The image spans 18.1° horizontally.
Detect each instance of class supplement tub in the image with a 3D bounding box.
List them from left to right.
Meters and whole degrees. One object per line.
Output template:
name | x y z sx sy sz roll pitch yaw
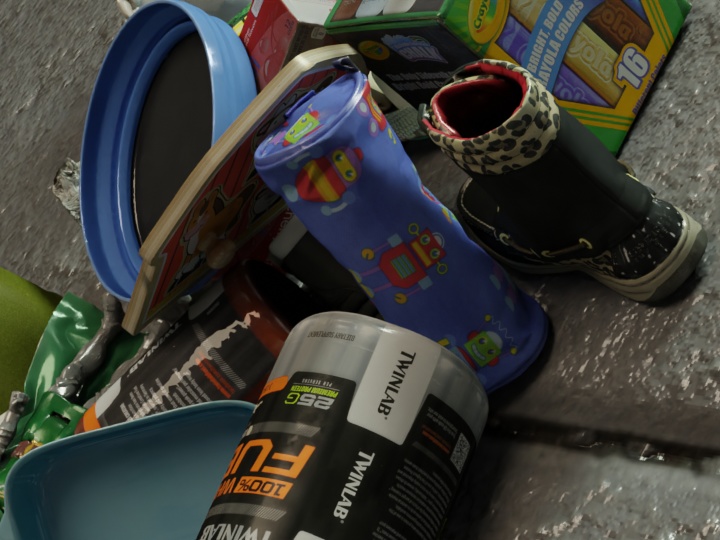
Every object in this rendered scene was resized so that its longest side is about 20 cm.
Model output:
supplement tub | -0.103 0.094 1.393 0.200 0.107 0.107 -44 31 11
supplement tub | -0.018 0.134 1.217 0.122 0.122 0.200 -10 49 49

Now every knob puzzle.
knob puzzle | -0.053 -0.056 1.328 0.220 0.030 0.220 -46 -11 -11

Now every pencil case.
pencil case | 0.022 -0.019 1.260 0.078 0.200 0.087 -36 22 7

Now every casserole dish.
casserole dish | -0.115 0.142 1.328 0.199 0.121 0.039 -16 6 11

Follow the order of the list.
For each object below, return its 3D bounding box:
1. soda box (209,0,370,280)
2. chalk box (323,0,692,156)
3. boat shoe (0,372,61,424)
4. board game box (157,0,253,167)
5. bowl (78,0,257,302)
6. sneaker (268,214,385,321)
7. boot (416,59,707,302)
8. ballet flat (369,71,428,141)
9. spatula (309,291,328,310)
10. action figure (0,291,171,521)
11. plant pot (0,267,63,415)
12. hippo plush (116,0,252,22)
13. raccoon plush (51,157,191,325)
soda box | -0.058 -0.089 1.483 0.063 0.070 0.200 54 130 45
chalk box | 0.073 -0.164 1.343 0.125 0.200 0.124 4 60 55
boat shoe | -0.212 0.122 1.525 0.200 0.069 0.072 -30 -22 -25
board game box | -0.071 -0.152 1.579 0.200 0.023 0.105 -40 31 5
bowl | -0.127 -0.077 1.487 0.200 0.039 0.201 -18 69 57
sneaker | 0.000 0.000 1.402 0.071 0.099 0.200 -47 -1 2
boot | 0.086 -0.061 1.258 0.074 0.154 0.203 -55 31 -8
ballet flat | 0.016 -0.119 1.499 0.200 0.071 0.069 -16 40 44
spatula | -0.091 0.084 1.471 0.200 0.021 0.057 -47 31 6
action figure | -0.197 0.107 1.470 0.118 0.055 0.200 23 61 19
plant pot | -0.315 0.062 1.628 0.200 0.193 0.201 -33 35 27
hippo plush | -0.142 -0.258 1.778 0.200 0.159 0.161 -18 42 42
raccoon plush | -0.128 -0.048 1.636 0.134 0.097 0.200 -41 53 -4
